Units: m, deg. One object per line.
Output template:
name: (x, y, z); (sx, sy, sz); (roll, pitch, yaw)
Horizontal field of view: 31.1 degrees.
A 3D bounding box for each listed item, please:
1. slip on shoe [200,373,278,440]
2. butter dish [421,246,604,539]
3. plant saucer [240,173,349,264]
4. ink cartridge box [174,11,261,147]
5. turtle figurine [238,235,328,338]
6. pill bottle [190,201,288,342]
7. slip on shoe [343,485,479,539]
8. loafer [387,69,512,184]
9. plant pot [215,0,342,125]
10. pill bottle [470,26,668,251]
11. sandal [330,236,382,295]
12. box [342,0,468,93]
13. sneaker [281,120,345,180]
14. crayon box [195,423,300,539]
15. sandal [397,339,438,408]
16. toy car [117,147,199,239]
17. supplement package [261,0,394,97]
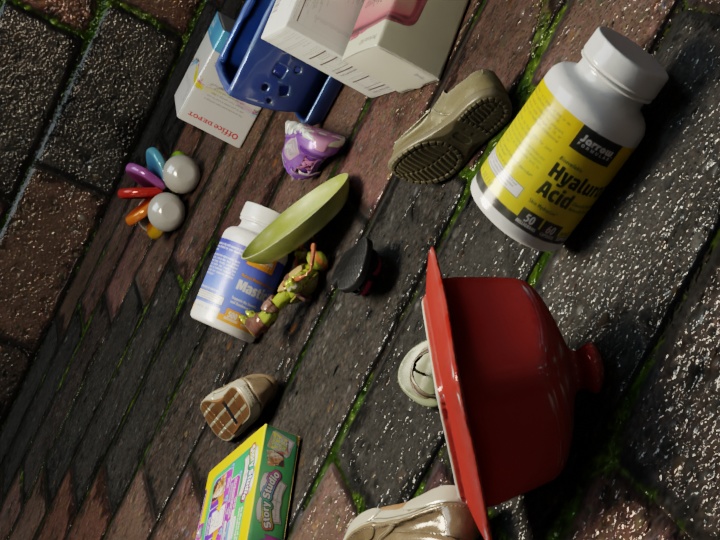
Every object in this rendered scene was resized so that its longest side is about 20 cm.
slip on shoe: (-0.177, 0.193, 1.888); (0.060, 0.077, 0.200); (-31, -7, -29)
butter dish: (0.138, 0.096, 1.121); (0.201, 0.146, 0.201); (-95, -8, -54)
plant saucer: (-0.089, -0.069, 1.896); (0.199, 0.031, 0.200); (-36, 12, 8)
ink cartridge box: (-0.265, -0.383, 2.597); (0.201, 0.145, 0.146); (-58, 22, 17)
turtle figurine: (-0.098, 0.023, 1.865); (0.161, 0.064, 0.200); (-45, 12, 11)
pill bottle: (-0.179, 0.001, 2.021); (0.202, 0.111, 0.112); (-68, 21, -4)
slip on shoe: (0.044, 0.265, 1.228); (0.199, 0.076, 0.061); (-32, 32, 44)
loafer: (0.110, -0.172, 1.567); (0.199, 0.076, 0.068); (-32, 37, 40)
plant pot: (-0.118, -0.367, 2.175); (0.202, 0.178, 0.200); (-60, 21, 13)
pill bottle: (0.201, -0.127, 1.233); (0.201, 0.110, 0.112); (-56, 23, 25)
sandal: (0.000, 0.000, 1.697); (0.076, 0.045, 0.200); (-61, 6, -4)
box: (0.073, -0.369, 1.810); (0.128, 0.108, 0.203); (-3, 64, 66)
sneaker: (-0.082, -0.185, 2.047); (0.200, 0.079, 0.090); (-152, 80, -74)
crayon box: (-0.154, 0.327, 1.681); (0.172, 0.058, 0.202); (-42, 32, 45)
sandal: (0.086, 0.104, 1.337); (0.081, 0.057, 0.201); (-67, 21, -5)
toy car: (-0.450, -0.178, 2.820); (0.175, 0.149, 0.203); (-4, 63, 67)
supplement package: (-0.025, -0.352, 1.904); (0.109, 0.198, 0.115); (0, 66, 66)
